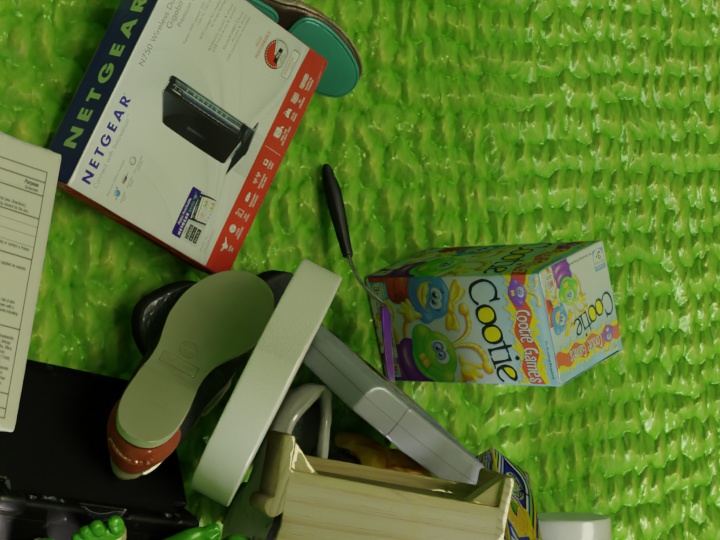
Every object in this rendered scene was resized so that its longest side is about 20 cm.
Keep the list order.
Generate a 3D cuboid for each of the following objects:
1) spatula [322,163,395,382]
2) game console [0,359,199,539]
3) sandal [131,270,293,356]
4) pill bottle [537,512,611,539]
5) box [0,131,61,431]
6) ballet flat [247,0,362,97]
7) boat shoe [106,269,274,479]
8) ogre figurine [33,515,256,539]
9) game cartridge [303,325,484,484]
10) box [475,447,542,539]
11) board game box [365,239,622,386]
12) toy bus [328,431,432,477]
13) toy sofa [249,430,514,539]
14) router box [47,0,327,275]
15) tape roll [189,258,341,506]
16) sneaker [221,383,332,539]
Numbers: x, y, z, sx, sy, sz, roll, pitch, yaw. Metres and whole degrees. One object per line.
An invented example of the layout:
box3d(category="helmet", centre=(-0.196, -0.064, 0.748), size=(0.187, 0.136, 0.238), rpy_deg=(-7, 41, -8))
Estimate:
box3d(category="spatula", centre=(0.000, 0.000, 1.618), size=(0.057, 0.020, 0.202), rpy_deg=(42, 26, -80))
box3d(category="game console", centre=(-0.233, 0.177, 1.397), size=(0.199, 0.116, 0.177), rpy_deg=(16, 107, -46))
box3d(category="sandal", centre=(-0.122, 0.042, 1.514), size=(0.199, 0.043, 0.077), rpy_deg=(-7, 102, -55))
box3d(category="pill bottle", centre=(0.206, 0.342, 1.807), size=(0.110, 0.110, 0.202), rpy_deg=(2, 87, -48))
box3d(category="box", centre=(-0.300, 0.002, 1.260), size=(0.127, 0.108, 0.202), rpy_deg=(19, 74, -45))
box3d(category="ballet flat", centre=(-0.074, -0.216, 1.551), size=(0.199, 0.068, 0.068), rpy_deg=(32, 26, -42))
box3d(category="boat shoe", centre=(-0.132, 0.078, 1.420), size=(0.200, 0.071, 0.063), rpy_deg=(-56, 171, -41))
box3d(category="ogre figurine", centre=(-0.148, 0.249, 1.343), size=(0.200, 0.098, 0.121), rpy_deg=(24, 42, -54))
box3d(category="game cartridge", centre=(0.028, 0.122, 1.591), size=(0.042, 0.133, 0.200), rpy_deg=(-52, 138, -3))
box3d(category="box", centre=(0.127, 0.270, 1.688), size=(0.064, 0.070, 0.201), rpy_deg=(35, 34, -40))
box3d(category="board game box", centre=(0.119, 0.038, 1.655), size=(0.105, 0.199, 0.104), rpy_deg=(-24, 106, -46))
box3d(category="toy bus", centre=(0.040, 0.247, 1.570), size=(0.135, 0.191, 0.201), rpy_deg=(36, 62, -39))
box3d(category="toy sofa", centre=(0.015, 0.191, 1.455), size=(0.198, 0.083, 0.099), rpy_deg=(11, 87, -11))
box3d(category="router box", centre=(-0.137, -0.121, 1.455), size=(0.179, 0.049, 0.201), rpy_deg=(31, 81, -43))
box3d(category="tape roll", centre=(-0.073, 0.087, 1.444), size=(0.037, 0.203, 0.204), rpy_deg=(27, 62, 1))
box3d(category="sneaker", centre=(-0.062, 0.188, 1.521), size=(0.075, 0.088, 0.202), rpy_deg=(16, 70, -19))
